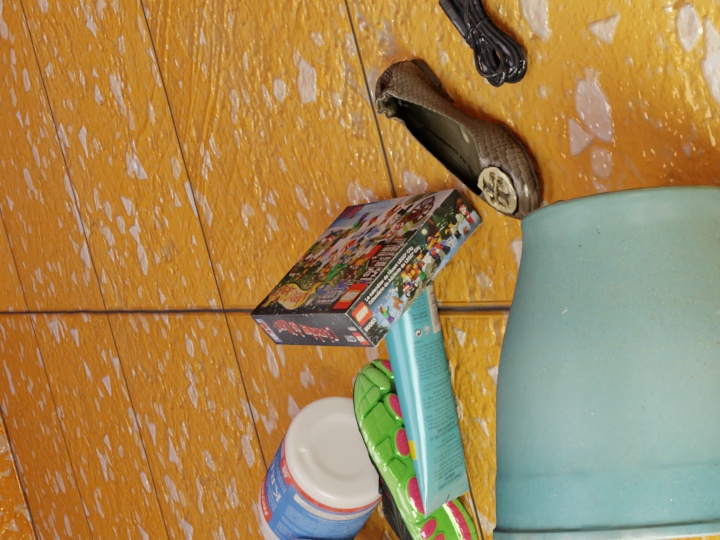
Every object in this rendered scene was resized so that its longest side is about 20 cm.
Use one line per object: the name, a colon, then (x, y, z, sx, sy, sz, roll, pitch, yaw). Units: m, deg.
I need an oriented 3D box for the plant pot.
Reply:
plant pot: (0.167, 0.054, 0.865, 0.200, 0.197, 0.191, 158, 109, -65)

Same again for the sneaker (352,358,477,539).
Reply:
sneaker: (0.035, 0.179, 1.329, 0.084, 0.076, 0.202, -30, 78, 60)

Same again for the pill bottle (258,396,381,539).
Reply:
pill bottle: (-0.040, 0.214, 1.462, 0.113, 0.111, 0.201, 61, 152, 22)

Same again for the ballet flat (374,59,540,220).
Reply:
ballet flat: (0.067, -0.098, 1.121, 0.200, 0.046, 0.068, 49, 147, 41)

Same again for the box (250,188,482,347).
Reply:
box: (0.000, 0.000, 1.217, 0.038, 0.137, 0.199, 48, 160, -16)

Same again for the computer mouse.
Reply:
computer mouse: (0.095, -0.226, 0.994, 0.201, 0.043, 0.110, 101, 148, -55)

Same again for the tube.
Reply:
tube: (0.055, 0.100, 1.258, 0.050, 0.077, 0.203, -8, 96, 40)
